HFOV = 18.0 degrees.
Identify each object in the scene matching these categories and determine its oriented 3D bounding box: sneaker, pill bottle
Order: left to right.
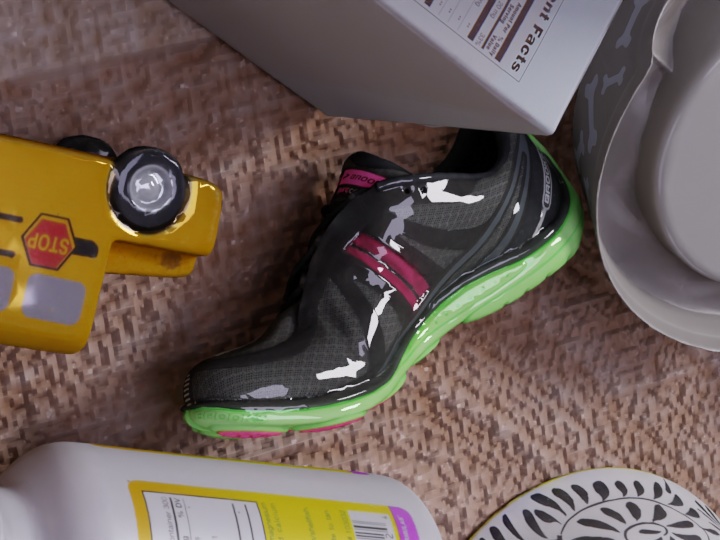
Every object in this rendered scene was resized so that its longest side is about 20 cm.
[{"bbox_3d":[-0.074,0.118,0.832,0.200,0.104,0.104,9,92,-32],"label":"pill bottle"},{"bbox_3d":[0.000,0.000,0.886,0.200,0.077,0.084,-37,108,-33],"label":"sneaker"}]

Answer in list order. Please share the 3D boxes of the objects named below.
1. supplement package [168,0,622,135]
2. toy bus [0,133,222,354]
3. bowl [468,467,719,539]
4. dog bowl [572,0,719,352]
[{"bbox_3d":[-0.009,-0.165,0.802,0.200,0.152,0.151,35,77,-31],"label":"supplement package"},{"bbox_3d":[-0.151,-0.020,0.788,0.200,0.065,0.078,11,91,-32],"label":"toy bus"},{"bbox_3d":[0.124,0.190,0.969,0.201,0.094,0.201,-4,98,-30],"label":"bowl"},{"bbox_3d":[0.178,-0.062,0.932,0.200,0.059,0.200,-12,129,-15],"label":"dog bowl"}]
